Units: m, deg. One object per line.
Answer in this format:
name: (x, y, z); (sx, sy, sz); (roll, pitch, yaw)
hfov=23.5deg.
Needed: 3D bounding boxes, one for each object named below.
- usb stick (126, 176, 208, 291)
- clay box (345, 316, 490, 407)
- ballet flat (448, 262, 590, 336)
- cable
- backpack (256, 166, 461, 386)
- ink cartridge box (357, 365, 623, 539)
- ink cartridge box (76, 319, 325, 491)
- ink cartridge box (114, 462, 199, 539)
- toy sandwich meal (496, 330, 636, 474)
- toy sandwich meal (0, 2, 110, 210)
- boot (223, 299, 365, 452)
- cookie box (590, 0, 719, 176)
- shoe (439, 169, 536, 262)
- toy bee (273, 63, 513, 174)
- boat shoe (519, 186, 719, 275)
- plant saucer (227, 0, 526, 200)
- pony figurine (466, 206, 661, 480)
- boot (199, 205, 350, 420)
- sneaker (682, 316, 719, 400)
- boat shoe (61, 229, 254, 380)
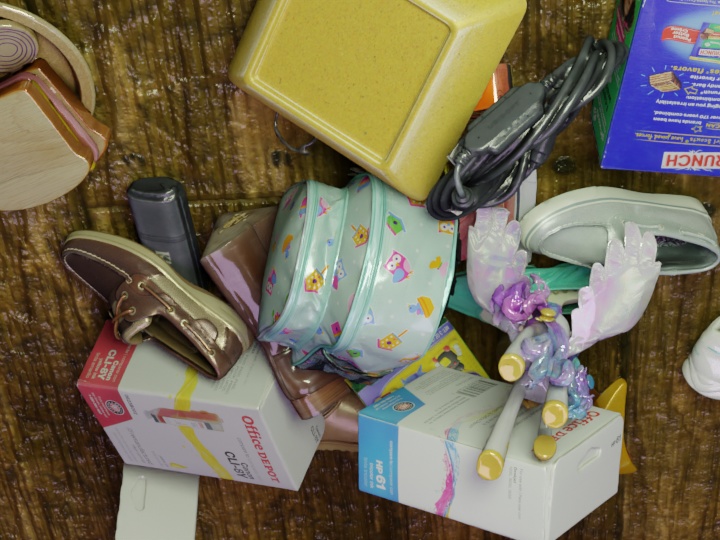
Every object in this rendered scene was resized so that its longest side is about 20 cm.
usb stick: (-0.175, -0.010, 1.620); (0.055, 0.033, 0.200); (1, 138, 9)
clay box: (0.086, 0.147, 1.711); (0.115, 0.048, 0.200); (-39, 116, -4)
ballet flat: (0.171, 0.028, 1.606); (0.200, 0.071, 0.067); (-8, 152, -5)
cable: (0.138, -0.108, 1.365); (0.200, 0.051, 0.163); (-43, 167, -11)
backpack: (0.000, 0.000, 1.484); (0.153, 0.176, 0.200); (17, 166, -22)
ink cartridge box: (0.118, 0.165, 1.566); (0.200, 0.144, 0.085); (12, 112, 34)
ink cartridge box: (-0.153, 0.131, 1.687); (0.200, 0.084, 0.145); (6, 142, 22)
ink cartridge box: (-0.222, 0.300, 1.869); (0.084, 0.145, 0.200); (4, 137, -6)
toy sandwich meal: (0.207, 0.126, 1.682); (0.070, 0.205, 0.205); (-30, 137, -14)
toy sandwich meal: (-0.314, -0.136, 1.451); (0.205, 0.070, 0.205); (0, 137, 0)
boot: (-0.031, 0.099, 1.714); (0.175, 0.066, 0.200); (-10, 134, 10)
cookie box: (0.290, -0.172, 1.414); (0.171, 0.075, 0.200); (4, 136, -4)
shoe: (0.104, -0.073, 1.523); (0.091, 0.072, 0.200); (-6, 141, -1)
toy bee: (0.047, -0.143, 1.438); (0.200, 0.109, 0.131); (16, 100, 26)
boat shoe: (0.236, -0.027, 1.533); (0.200, 0.072, 0.070); (-1, 138, -27)
plant saucer: (0.000, -0.173, 1.346); (0.200, 0.048, 0.200); (33, 122, 9)
pony figurine: (0.154, 0.057, 1.467); (0.166, 0.200, 0.193); (13, 121, 8)
boot: (-0.042, 0.009, 1.611); (0.064, 0.186, 0.200); (-15, 109, 52)
sneaker: (0.422, 0.092, 1.698); (0.200, 0.071, 0.080); (7, 134, -6)
boat shoe: (-0.198, 0.035, 1.598); (0.200, 0.072, 0.072); (32, 145, 3)
